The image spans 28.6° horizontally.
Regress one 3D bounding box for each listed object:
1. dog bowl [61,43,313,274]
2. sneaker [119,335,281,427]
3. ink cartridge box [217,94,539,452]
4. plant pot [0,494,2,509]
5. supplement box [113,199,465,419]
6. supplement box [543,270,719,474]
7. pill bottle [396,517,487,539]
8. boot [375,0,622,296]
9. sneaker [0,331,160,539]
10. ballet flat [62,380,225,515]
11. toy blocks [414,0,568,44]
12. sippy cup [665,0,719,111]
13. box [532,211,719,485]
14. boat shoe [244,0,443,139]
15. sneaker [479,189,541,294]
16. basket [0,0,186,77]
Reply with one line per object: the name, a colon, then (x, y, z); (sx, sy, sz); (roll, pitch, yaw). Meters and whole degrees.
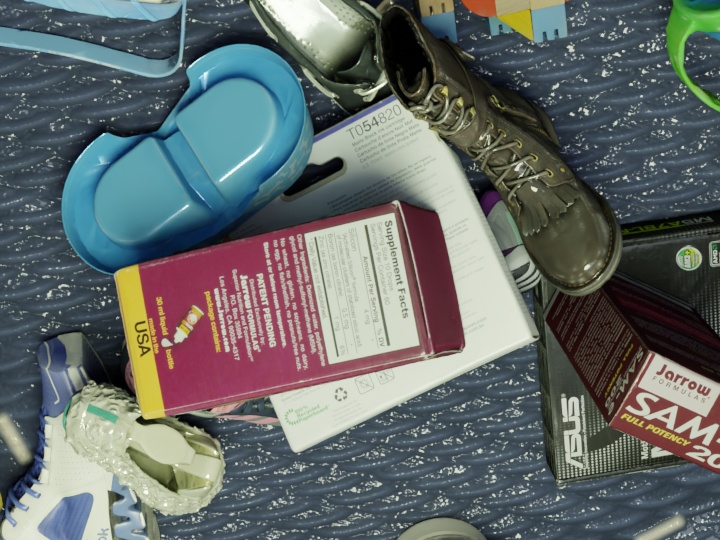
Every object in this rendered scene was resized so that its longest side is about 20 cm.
dog bowl: (-0.118, -0.072, 1.007); (0.199, 0.050, 0.112); (-37, 67, 7)
sneaker: (-0.086, 0.092, 1.075); (0.198, 0.082, 0.071); (10, 105, -11)
ink cartridge box: (0.000, 0.000, 1.021); (0.198, 0.041, 0.201); (-26, 83, 13)
plant pot: (-0.347, 0.163, 1.028); (0.141, 0.199, 0.202); (-27, 113, -25)
supplement box: (-0.043, 0.027, 0.944); (0.198, 0.131, 0.104); (-13, 85, 13)
supplement box: (0.206, 0.063, 0.992); (0.108, 0.200, 0.061); (23, 104, -12)
pill bottle: (0.077, 0.282, 1.099); (0.112, 0.200, 0.114); (-2, 110, -6)
boot: (0.085, -0.083, 0.961); (0.069, 0.201, 0.174); (-40, 141, 19)
sneaker: (-0.231, 0.159, 1.082); (0.114, 0.081, 0.201); (-15, 112, -4)
ballet flat: (-0.142, 0.139, 1.038); (0.072, 0.072, 0.200); (-39, 147, 7)
toy blocks: (0.111, -0.223, 0.995); (0.198, 0.100, 0.138); (-13, 122, -2)
sippy cup: (0.313, -0.196, 1.007); (0.130, 0.141, 0.177); (37, 143, -27)
box: (0.237, 0.060, 1.124); (0.191, 0.048, 0.202); (-8, 109, -6)
boat shoe: (-0.008, -0.154, 1.011); (0.199, 0.060, 0.076); (34, 102, -17)
sneaker: (0.036, -0.003, 1.080); (0.198, 0.074, 0.088); (-17, 71, 12)
basket: (-0.194, -0.218, 0.934); (0.175, 0.140, 0.201); (8, 143, -10)
